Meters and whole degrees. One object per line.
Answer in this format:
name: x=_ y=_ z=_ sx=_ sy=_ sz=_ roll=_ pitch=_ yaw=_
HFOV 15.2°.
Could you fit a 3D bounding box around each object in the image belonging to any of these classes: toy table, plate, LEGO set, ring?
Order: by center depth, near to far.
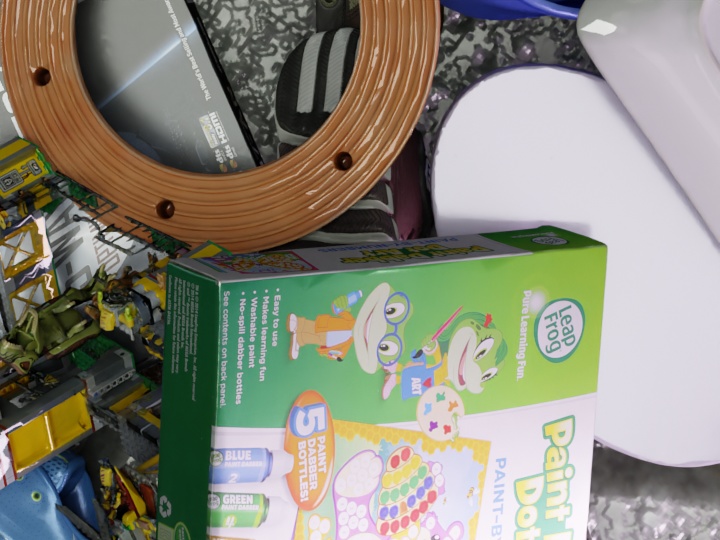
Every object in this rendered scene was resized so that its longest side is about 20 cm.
LEGO set: x=-0.137 y=0.042 z=1.150 sx=0.116 sy=0.200 sz=0.154 roll=-32 pitch=139 yaw=-32
plate: x=0.195 y=-0.103 z=1.173 sx=0.200 sy=0.032 sz=0.200 roll=52 pitch=57 yaw=-28
ring: x=-0.062 y=-0.106 z=1.185 sx=0.200 sy=0.019 sz=0.201 roll=0 pitch=90 yaw=13
toy table: x=0.112 y=-0.008 z=1.236 sx=0.184 sy=0.117 sz=0.200 roll=-27 pitch=96 yaw=3

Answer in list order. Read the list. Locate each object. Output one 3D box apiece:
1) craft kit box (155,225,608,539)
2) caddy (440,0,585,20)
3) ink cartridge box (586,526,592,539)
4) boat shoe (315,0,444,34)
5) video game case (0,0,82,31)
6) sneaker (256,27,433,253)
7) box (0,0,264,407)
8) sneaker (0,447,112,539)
craft kit box: x=0.009 y=0.088 z=1.120 sx=0.197 sy=0.049 sz=0.200 roll=-7 pitch=106 yaw=-37
caddy: x=0.106 y=-0.187 z=1.188 sx=0.200 sy=0.105 sz=0.141 roll=-21 pitch=100 yaw=-29
ink cartridge box: x=-0.009 y=0.155 z=1.272 sx=0.200 sy=0.084 sz=0.146 roll=18 pitch=97 yaw=-2
boat shoe: x=-0.006 y=-0.197 z=1.238 sx=0.066 sy=0.072 sz=0.201 roll=-8 pitch=92 yaw=9
video game case: x=-0.214 y=-0.177 z=1.242 sx=0.200 sy=0.024 sz=0.182 roll=-28 pitch=78 yaw=3
sneaker: x=0.000 y=0.000 z=1.228 sx=0.076 sy=0.116 sz=0.200 roll=5 pitch=73 yaw=21
box: x=-0.132 y=-0.050 z=1.271 sx=0.160 sy=0.044 sz=0.200 roll=-22 pitch=95 yaw=3
sneaker: x=-0.187 y=0.099 z=1.266 sx=0.200 sy=0.076 sz=0.105 roll=44 pitch=99 yaw=3
